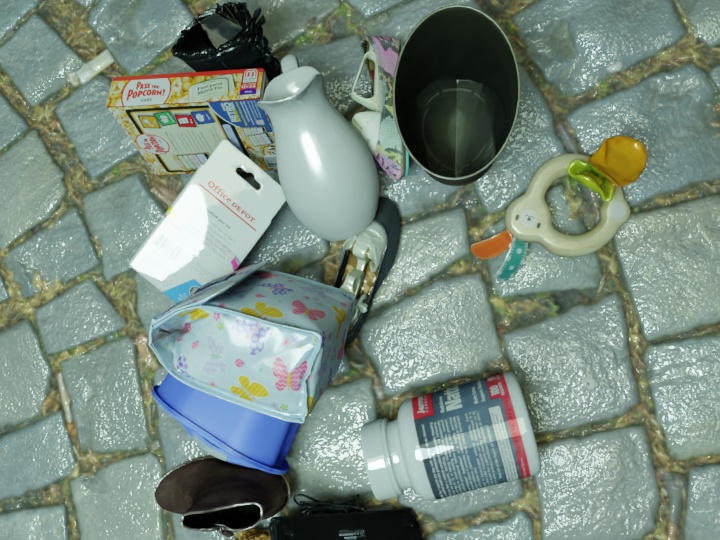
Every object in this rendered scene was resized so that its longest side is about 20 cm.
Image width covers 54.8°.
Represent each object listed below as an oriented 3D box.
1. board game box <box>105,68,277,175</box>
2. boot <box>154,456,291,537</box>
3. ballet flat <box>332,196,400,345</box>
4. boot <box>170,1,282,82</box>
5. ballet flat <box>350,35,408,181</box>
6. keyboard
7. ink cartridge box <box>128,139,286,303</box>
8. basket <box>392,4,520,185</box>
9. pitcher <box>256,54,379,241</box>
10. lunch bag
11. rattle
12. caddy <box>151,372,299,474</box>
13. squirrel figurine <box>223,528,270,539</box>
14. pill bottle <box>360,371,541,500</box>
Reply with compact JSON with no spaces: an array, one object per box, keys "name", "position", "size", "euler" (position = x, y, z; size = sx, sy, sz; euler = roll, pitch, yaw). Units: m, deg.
[{"name":"board game box","position":[-0.199,-0.185,0.891],"size":[0.194,0.152,0.048],"euler":[-1,64,8]},{"name":"boot","position":[-0.186,0.274,0.842],"size":[0.194,0.166,0.075],"euler":[-6,84,8]},{"name":"ballet flat","position":[0.000,0.000,0.886],"size":[0.071,0.073,0.205],"euler":[21,88,10]},{"name":"boot","position":[-0.193,-0.253,0.892],"size":[0.194,0.162,0.075],"euler":[-22,80,6]},{"name":"ballet flat","position":[0.022,-0.209,0.884],"size":[0.069,0.069,0.206],"euler":[4,70,-14]},{"name":"keyboard","position":[-0.016,0.323,0.834],"size":[0.195,0.040,0.106],"euler":[7,45,-25]},{"name":"ink cartridge box","position":[-0.194,-0.056,0.907],"size":[0.114,0.068,0.202],"euler":[38,92,-12]},{"name":"basket","position":[0.112,-0.178,0.816],"size":[0.132,0.200,0.186],"euler":[0,86,8]},{"name":"pitcher","position":[-0.052,-0.155,0.859],"size":[0.118,0.173,0.203],"euler":[-19,123,9]},{"name":"lunch bag","position":[-0.121,0.064,0.790],"size":[0.194,0.170,0.131],"euler":[15,105,10]},{"name":"rattle","position":[0.231,-0.064,0.823],"size":[0.195,0.143,0.133],"euler":[-22,100,0]},{"name":"caddy","position":[-0.163,0.178,0.861],"size":[0.197,0.141,0.107],"euler":[30,85,11]},{"name":"squirrel figurine","position":[-0.104,0.414,0.845],"size":[0.188,0.139,0.203],"euler":[-50,40,26]},{"name":"pill bottle","position":[0.104,0.203,0.824],"size":[0.194,0.120,0.123],"euler":[-16,82,7]}]
